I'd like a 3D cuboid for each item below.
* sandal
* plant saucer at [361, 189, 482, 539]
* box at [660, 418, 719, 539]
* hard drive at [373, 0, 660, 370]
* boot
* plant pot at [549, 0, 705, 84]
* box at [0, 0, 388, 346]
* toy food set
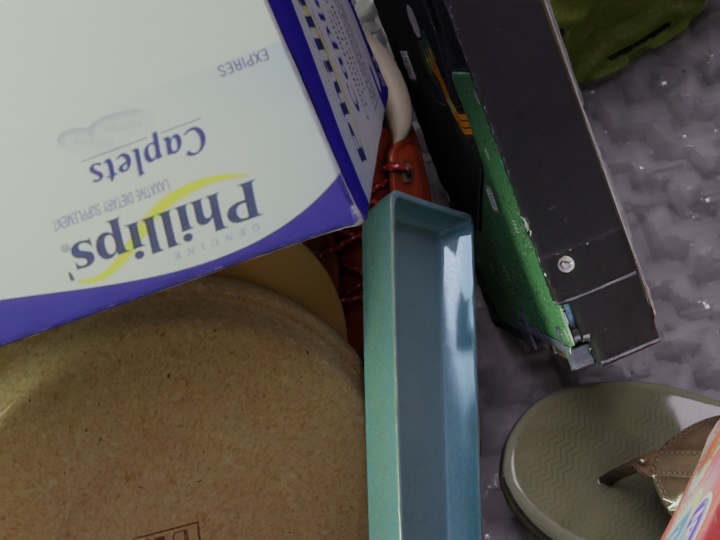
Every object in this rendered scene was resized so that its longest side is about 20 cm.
[{"bbox_3d":[0.150,0.081,0.766,0.201,0.057,0.080,14,61,15],"label":"sandal"},{"bbox_3d":[0.022,0.075,0.739,0.019,0.070,0.200,-6,81,26],"label":"plant saucer"},{"bbox_3d":[0.130,0.124,0.646,0.103,0.095,0.200,31,53,7],"label":"box"},{"bbox_3d":[0.045,-0.068,0.769,0.038,0.140,0.200,-21,98,-6],"label":"hard drive"},{"bbox_3d":[0.000,0.000,0.807,0.075,0.107,0.200,-10,60,-3],"label":"boot"},{"bbox_3d":[0.068,-0.184,0.879,0.200,0.200,0.190,-29,71,-11],"label":"plant pot"},{"bbox_3d":[-0.096,-0.056,0.687,0.184,0.105,0.200,-19,14,7],"label":"box"},{"bbox_3d":[-0.075,0.092,0.727,0.198,0.200,0.049,-28,24,-18],"label":"toy food set"}]
